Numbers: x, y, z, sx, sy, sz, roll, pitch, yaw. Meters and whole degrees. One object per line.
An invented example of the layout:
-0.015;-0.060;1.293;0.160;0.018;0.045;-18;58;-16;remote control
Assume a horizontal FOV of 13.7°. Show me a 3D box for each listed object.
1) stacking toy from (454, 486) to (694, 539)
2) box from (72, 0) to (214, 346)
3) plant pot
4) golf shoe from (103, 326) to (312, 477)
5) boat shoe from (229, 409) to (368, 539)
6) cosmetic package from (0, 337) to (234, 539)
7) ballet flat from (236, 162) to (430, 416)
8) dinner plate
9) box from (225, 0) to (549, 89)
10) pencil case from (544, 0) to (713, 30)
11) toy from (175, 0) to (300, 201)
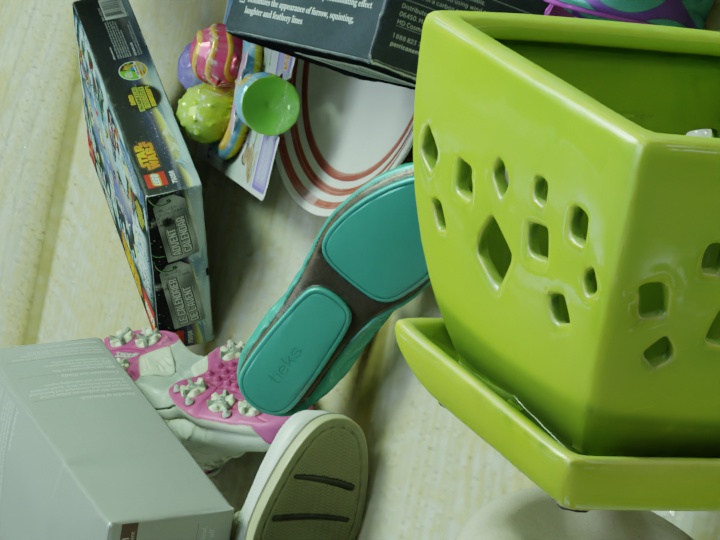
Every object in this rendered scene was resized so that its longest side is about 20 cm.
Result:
0.087;0.216;1.422;0.146;0.146;0.200;-117;38;-46;stacking toy
-0.140;-0.065;1.923;0.200;0.040;0.137;-114;15;-44;box
0.137;0.000;1.342;0.200;0.199;0.182;37;120;57;plant pot
-0.093;0.092;1.838;0.200;0.075;0.092;12;129;48;golf shoe
-0.055;0.166;1.728;0.068;0.075;0.200;36;113;51;boat shoe
-0.156;0.134;1.755;0.200;0.090;0.107;46;133;46;cosmetic package
0.000;0.000;1.689;0.200;0.067;0.070;-49;3;28;ballet flat
0.003;-0.129;1.771;0.200;0.024;0.200;-24;62;54;dinner plate
0.032;-0.202;1.633;0.148;0.107;0.200;19;92;54;box
0.151;-0.215;1.485;0.092;0.085;0.200;19;98;44;pencil case
-0.085;-0.116;1.856;0.200;0.047;0.115;-149;71;-69;toy
